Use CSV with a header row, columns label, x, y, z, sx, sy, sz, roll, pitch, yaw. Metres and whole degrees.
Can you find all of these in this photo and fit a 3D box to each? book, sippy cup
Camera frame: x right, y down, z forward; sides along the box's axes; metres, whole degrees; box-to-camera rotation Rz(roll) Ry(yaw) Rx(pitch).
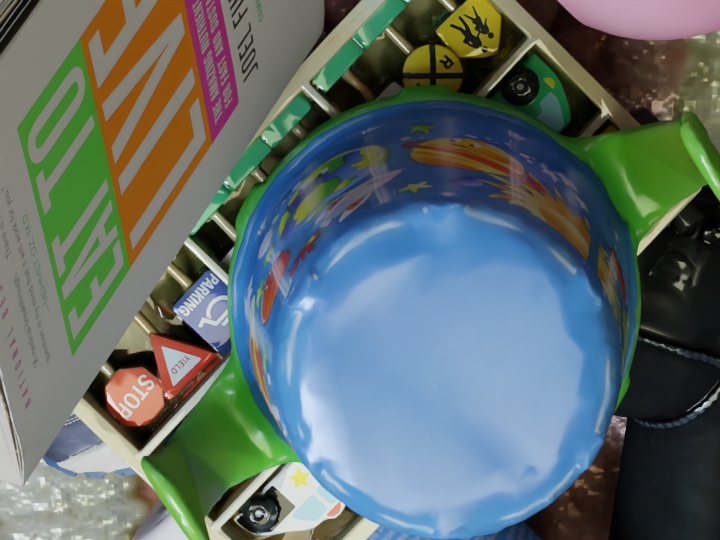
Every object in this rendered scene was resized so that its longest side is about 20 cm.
label,x,y,z,sx,sy,sz,roll,pitch,yaw
book,-0.073,-0.057,0.669,0.048,0.201,0.134,13,140,21
sippy cup,0.024,0.018,0.713,0.139,0.130,0.179,22,98,-4

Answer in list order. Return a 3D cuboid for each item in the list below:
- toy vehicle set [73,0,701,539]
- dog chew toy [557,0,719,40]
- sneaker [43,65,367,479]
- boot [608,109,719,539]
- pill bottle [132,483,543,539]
label,x,y,z,sx,sy,sz,roll,pitch,yaw
toy vehicle set,0.000,0.000,0.790,0.124,0.027,0.200,43,97,-6
dog chew toy,0.125,-0.161,0.707,0.200,0.125,0.125,-39,118,14
sneaker,-0.054,-0.008,0.846,0.200,0.077,0.085,-40,109,15
boot,0.090,0.042,0.875,0.162,0.074,0.199,19,116,-16
pill bottle,0.021,0.131,0.878,0.200,0.112,0.112,43,117,-4
